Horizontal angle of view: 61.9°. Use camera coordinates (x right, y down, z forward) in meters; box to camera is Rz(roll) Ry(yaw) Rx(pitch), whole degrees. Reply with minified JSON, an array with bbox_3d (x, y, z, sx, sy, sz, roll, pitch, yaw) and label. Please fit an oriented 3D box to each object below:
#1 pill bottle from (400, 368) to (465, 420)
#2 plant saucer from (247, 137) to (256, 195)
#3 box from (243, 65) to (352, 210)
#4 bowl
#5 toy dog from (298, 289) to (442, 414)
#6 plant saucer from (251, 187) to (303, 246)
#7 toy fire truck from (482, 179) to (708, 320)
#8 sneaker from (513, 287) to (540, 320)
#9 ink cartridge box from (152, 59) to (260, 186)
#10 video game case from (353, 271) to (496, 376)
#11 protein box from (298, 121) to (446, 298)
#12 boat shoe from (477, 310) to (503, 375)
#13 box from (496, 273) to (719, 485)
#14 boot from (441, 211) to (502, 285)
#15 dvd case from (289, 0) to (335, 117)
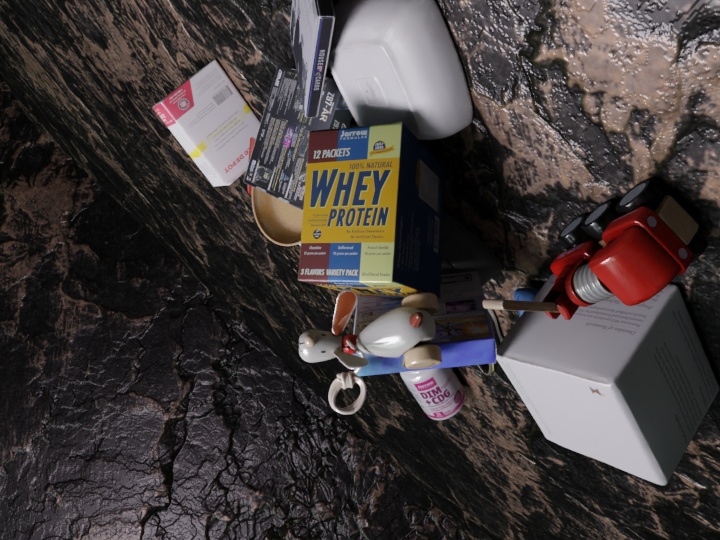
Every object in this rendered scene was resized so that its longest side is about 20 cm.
[{"bbox_3d":[0.160,0.246,1.408,0.113,0.113,0.201,12,142,53],"label":"pill bottle"},{"bbox_3d":[-0.139,-0.147,1.151,0.198,0.037,0.200,33,162,-3],"label":"plant saucer"},{"bbox_3d":[-0.099,-0.212,0.962,0.159,0.203,0.043,26,-168,37],"label":"box"},{"bbox_3d":[0.036,-0.254,0.790,0.198,0.075,0.201,20,149,48],"label":"bowl"},{"bbox_3d":[0.016,0.084,0.768,0.133,0.198,0.097,61,177,24],"label":"toy dog"},{"bbox_3d":[-0.105,-0.141,1.010,0.199,0.203,0.035,27,-168,37],"label":"plant saucer"},{"bbox_3d":[0.256,0.005,0.685,0.129,0.200,0.176,44,159,-2],"label":"toy fire truck"},{"bbox_3d":[0.306,0.106,0.975,0.201,0.066,0.078,57,167,-27],"label":"sneaker"},{"bbox_3d":[-0.295,-0.292,1.215,0.083,0.145,0.201,8,138,57],"label":"ink cartridge box"},{"bbox_3d":[0.090,0.075,0.890,0.196,0.182,0.046,-7,119,7],"label":"video game case"},{"bbox_3d":[0.025,-0.070,0.831,0.133,0.202,0.199,1,172,25],"label":"protein box"},{"bbox_3d":[0.222,0.115,1.136,0.072,0.060,0.203,14,143,52],"label":"boat shoe"},{"bbox_3d":[0.335,0.138,0.822,0.199,0.171,0.200,8,139,56],"label":"box"},{"bbox_3d":[0.107,-0.029,0.994,0.181,0.073,0.200,-35,106,29],"label":"boot"},{"bbox_3d":[-0.068,-0.326,0.799,0.200,0.024,0.153,119,143,-68],"label":"dvd case"}]
